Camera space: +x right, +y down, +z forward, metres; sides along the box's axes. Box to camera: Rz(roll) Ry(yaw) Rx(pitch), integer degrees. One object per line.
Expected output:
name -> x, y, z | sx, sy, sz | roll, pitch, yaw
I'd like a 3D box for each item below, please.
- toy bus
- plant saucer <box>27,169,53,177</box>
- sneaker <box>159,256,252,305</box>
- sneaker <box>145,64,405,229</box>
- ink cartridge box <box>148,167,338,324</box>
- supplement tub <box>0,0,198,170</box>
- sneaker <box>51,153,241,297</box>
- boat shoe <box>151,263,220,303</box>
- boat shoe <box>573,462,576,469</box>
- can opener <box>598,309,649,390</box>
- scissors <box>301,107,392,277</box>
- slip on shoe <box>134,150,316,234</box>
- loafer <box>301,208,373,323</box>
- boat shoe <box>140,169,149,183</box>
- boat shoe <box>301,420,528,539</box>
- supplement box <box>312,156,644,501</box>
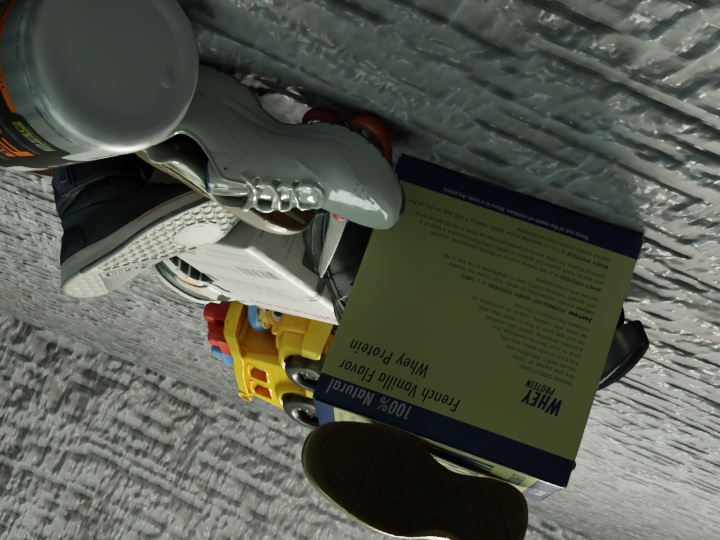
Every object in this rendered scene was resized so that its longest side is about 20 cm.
toy bus -> -0.091, 0.070, 1.396 | 0.191, 0.136, 0.200 | 17, 149, 11
plant saucer -> -0.361, -0.147, 1.215 | 0.199, 0.035, 0.200 | 20, 167, 5
sneaker -> -0.174, -0.012, 1.275 | 0.080, 0.074, 0.200 | -1, 156, 29
sneaker -> -0.064, -0.071, 0.906 | 0.199, 0.087, 0.075 | 23, 139, 9
ink cartridge box -> -0.091, -0.028, 1.186 | 0.145, 0.084, 0.200 | 11, 164, 34
supplement tub -> -0.207, -0.132, 0.851 | 0.122, 0.123, 0.200 | 29, 162, -33
sneaker -> -0.189, -0.079, 1.092 | 0.202, 0.147, 0.077 | -22, 155, 25
boat shoe -> -0.146, 0.008, 1.474 | 0.199, 0.073, 0.062 | 24, 144, -17
boat shoe -> 0.126, 0.090, 1.103 | 0.074, 0.201, 0.093 | -5, 165, -20
can opener -> 0.169, 0.090, 1.147 | 0.063, 0.079, 0.200 | 21, 131, -40
scissors -> -0.009, -0.049, 0.974 | 0.073, 0.014, 0.200 | 19, 141, 17
slip on shoe -> -0.123, -0.093, 0.993 | 0.200, 0.076, 0.061 | 29, 159, -25
loafer -> 0.000, 0.000, 1.107 | 0.070, 0.068, 0.201 | 43, 160, 37
boat shoe -> -0.220, -0.081, 1.257 | 0.067, 0.057, 0.200 | 54, 179, 28
boat shoe -> 0.031, 0.162, 0.932 | 0.199, 0.072, 0.072 | 22, 165, -30
supplement box -> 0.088, 0.051, 0.987 | 0.199, 0.201, 0.134 | 18, 166, 5
